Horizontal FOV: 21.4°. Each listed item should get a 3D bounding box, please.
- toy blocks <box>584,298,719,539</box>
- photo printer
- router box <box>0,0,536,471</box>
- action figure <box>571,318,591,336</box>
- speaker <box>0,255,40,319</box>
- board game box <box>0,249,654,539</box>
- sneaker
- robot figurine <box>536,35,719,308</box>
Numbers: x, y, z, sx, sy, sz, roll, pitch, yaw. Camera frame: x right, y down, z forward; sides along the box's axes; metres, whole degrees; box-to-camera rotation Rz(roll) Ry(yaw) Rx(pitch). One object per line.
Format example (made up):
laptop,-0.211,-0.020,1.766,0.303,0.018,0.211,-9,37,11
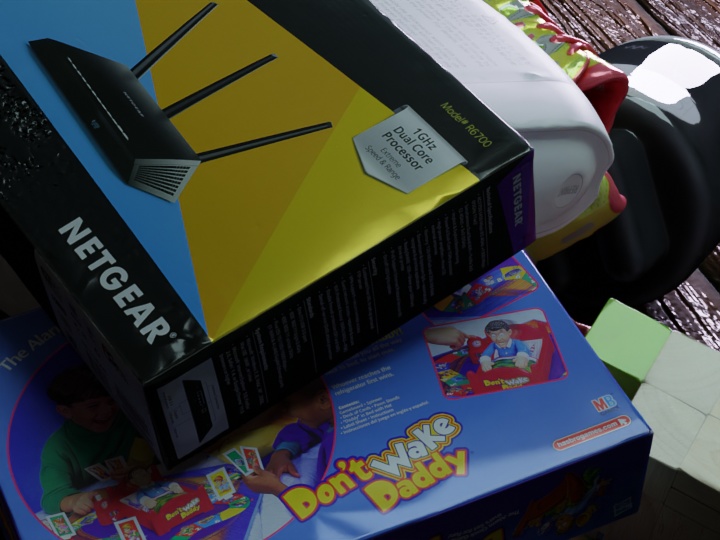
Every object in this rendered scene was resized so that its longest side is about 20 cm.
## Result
toy blocks,0.158,0.108,0.693,0.199,0.137,0.100,28,60,14
photo printer,-0.002,-0.074,0.802,0.199,0.070,0.166,-6,39,-39
router box,-0.058,-0.046,0.649,0.149,0.051,0.200,-31,53,-18
action figure,0.141,0.085,0.798,0.099,0.066,0.200,10,24,-50
speaker,-0.099,0.004,0.759,0.199,0.082,0.081,32,26,23
board game box,-0.023,0.052,0.635,0.199,0.045,0.135,-18,50,-16
sneaker,0.086,-0.090,0.916,0.078,0.090,0.201,38,39,-52
robot figurine,0.146,-0.052,1.019,0.150,0.125,0.200,29,30,14
